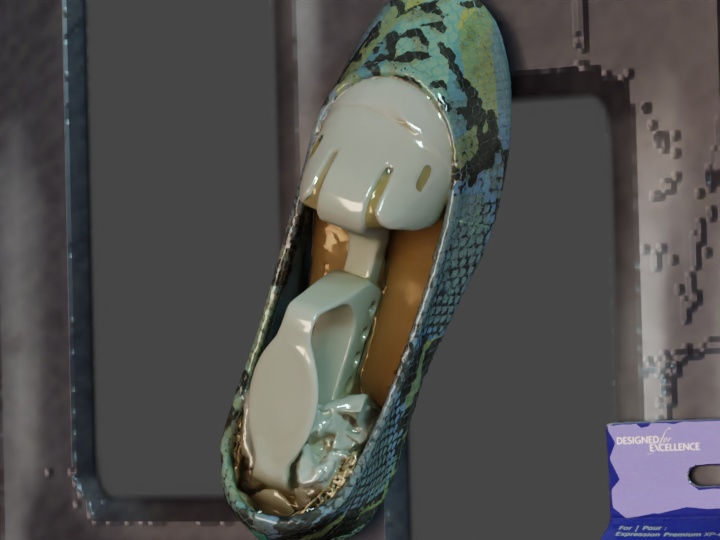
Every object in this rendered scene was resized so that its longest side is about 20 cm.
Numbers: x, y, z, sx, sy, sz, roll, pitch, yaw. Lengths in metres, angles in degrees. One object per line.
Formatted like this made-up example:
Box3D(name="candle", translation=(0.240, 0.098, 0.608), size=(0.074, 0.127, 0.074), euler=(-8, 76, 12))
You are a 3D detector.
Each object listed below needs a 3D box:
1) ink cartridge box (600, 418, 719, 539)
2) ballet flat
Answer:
Box3D(name="ink cartridge box", translation=(0.123, 0.148, 0.823), size=(0.094, 0.037, 0.202), euler=(-4, 85, 23))
Box3D(name="ballet flat", translation=(0.000, 0.000, 0.860), size=(0.074, 0.074, 0.202), euler=(15, 94, 23))
